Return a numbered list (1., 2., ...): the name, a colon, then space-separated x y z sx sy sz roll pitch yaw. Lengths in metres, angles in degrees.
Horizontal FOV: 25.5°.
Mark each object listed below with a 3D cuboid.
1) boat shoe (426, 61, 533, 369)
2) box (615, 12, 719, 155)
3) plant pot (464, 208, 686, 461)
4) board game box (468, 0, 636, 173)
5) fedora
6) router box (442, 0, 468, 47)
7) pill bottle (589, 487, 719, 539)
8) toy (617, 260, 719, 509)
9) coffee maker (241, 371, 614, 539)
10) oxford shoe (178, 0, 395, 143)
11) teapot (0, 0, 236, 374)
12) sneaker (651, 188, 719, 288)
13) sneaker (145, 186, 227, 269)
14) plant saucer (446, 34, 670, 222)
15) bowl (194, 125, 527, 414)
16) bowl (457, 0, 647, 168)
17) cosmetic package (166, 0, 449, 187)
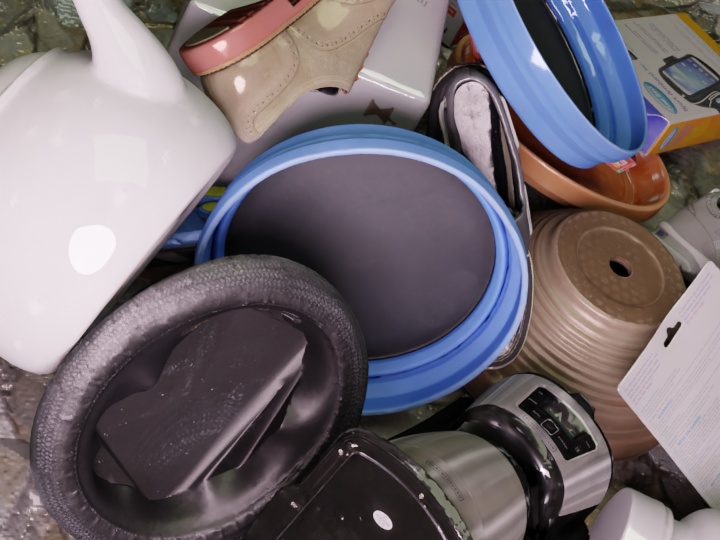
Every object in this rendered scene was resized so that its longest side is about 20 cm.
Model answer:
1. boat shoe: 0.074 -0.033 1.017 0.072 0.063 0.201 -4 95 2
2. box: 0.245 -0.156 1.308 0.199 0.042 0.119 -16 57 -45
3. plant pot: 0.159 0.024 1.104 0.200 0.093 0.202 14 47 -15
4. board game box: 0.133 -0.150 1.131 0.200 0.019 0.103 28 45 -48
5. fedora: -0.098 0.066 0.904 0.200 0.201 0.092 2 25 -25
6. router box: 0.047 -0.311 1.265 0.200 0.180 0.049 44 47 11
7. pill bottle: 0.231 0.215 0.968 0.199 0.112 0.112 28 46 -2
8. toy: 0.247 0.105 1.069 0.200 0.047 0.115 48 66 -19
9. coffee maker: 0.027 0.149 0.898 0.200 0.192 0.135 -13 80 -58
10. oxford shoe: -0.019 -0.145 0.957 0.200 0.070 0.075 -35 110 -29
11. teapot: -0.176 -0.049 0.883 0.146 0.197 0.200 39 71 -5
12. sneaker: 0.284 -0.001 1.116 0.200 0.082 0.075 42 -2 46
13. sneaker: -0.066 -0.009 1.029 0.198 0.083 0.071 0 29 -9
14. plant saucer: 0.149 -0.107 1.219 0.200 0.032 0.201 26 32 -18
15. bowl: 0.000 0.000 0.960 0.200 0.201 0.039 17 35 -14
16. bowl: 0.124 -0.159 1.057 0.201 0.039 0.201 42 32 -35
17. cosmetic package: -0.044 -0.155 1.098 0.166 0.168 0.201 22 46 -10
